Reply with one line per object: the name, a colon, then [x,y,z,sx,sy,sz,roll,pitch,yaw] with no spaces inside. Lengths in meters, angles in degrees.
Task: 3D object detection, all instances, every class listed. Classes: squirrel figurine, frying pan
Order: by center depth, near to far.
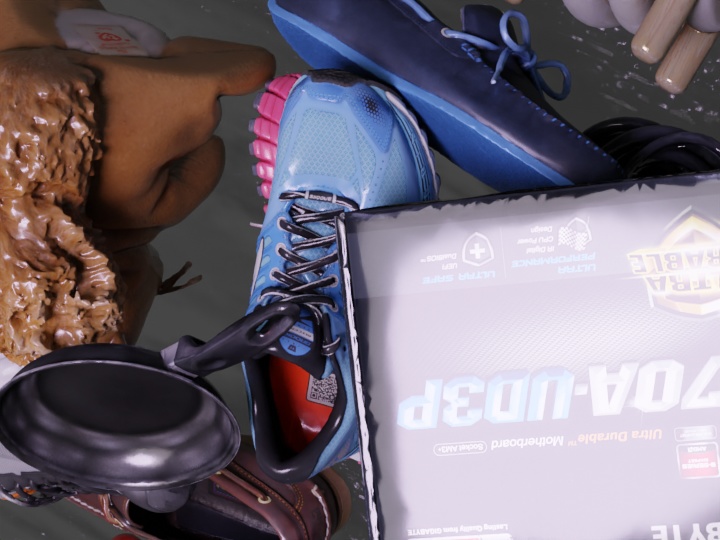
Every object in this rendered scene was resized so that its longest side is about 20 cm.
frying pan: [-0.101,0.046,0.926,0.114,0.031,0.190,11,144,-11]
squirrel figurine: [-0.147,-0.025,1.037,0.141,0.200,0.187,20,117,13]

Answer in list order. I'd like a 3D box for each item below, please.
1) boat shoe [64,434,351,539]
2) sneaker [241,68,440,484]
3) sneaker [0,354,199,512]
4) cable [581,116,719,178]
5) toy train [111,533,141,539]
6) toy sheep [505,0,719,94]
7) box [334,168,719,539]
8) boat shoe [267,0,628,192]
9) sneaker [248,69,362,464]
boat shoe: [-0.106,0.113,1.134,0.199,0.070,0.071,10,115,27]
sneaker: [-0.014,0.009,0.945,0.078,0.090,0.201,9,113,15]
sneaker: [-0.152,0.094,1.095,0.200,0.074,0.080,20,87,49]
cable: [0.107,0.024,0.951,0.051,0.163,0.200,20,123,-26]
toy train: [-0.137,0.217,1.189,0.200,0.085,0.116,6,128,51]
toy sheep: [0.118,-0.162,0.892,0.200,0.138,0.138,33,118,21]
box: [0.096,0.043,0.870,0.199,0.046,0.160,-5,93,19]
boat shoe: [0.045,-0.096,0.954,0.200,0.084,0.069,37,80,21]
sneaker: [0.000,0.000,1.035,0.074,0.081,0.201,-5,103,27]
